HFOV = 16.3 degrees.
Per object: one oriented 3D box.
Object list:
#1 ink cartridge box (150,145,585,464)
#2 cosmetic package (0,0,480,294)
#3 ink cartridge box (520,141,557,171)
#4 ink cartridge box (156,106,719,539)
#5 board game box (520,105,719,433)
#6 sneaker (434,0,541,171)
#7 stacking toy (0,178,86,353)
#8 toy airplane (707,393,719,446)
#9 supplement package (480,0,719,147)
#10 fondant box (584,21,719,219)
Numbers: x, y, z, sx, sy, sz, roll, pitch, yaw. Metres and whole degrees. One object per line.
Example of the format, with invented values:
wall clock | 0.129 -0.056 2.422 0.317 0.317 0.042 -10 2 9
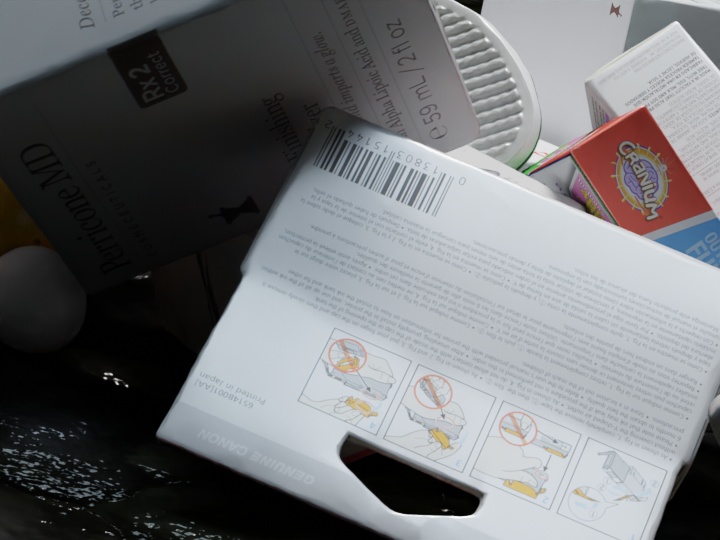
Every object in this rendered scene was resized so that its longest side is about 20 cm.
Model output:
ink cartridge box | 0.000 0.000 1.184 0.146 0.083 0.200 -21 26 -21
cosmetic package | -0.077 -0.124 1.114 0.165 0.200 0.165 61 8 -57
ink cartridge box | 0.035 -0.052 1.524 0.146 0.083 0.200 4 15 -35
ink cartridge box | 0.040 0.044 1.027 0.200 0.176 0.045 23 -29 6
board game box | 0.139 0.005 1.181 0.040 0.153 0.200 -34 2 -5
sneaker | 0.032 -0.106 1.332 0.200 0.078 0.079 45 -1 34
stacking toy | -0.182 -0.031 1.205 0.146 0.146 0.200 3 31 -38
toy airplane | 0.183 0.111 0.850 0.200 0.141 0.199 18 35 -56
supplement package | 0.184 -0.091 1.631 0.200 0.191 0.147 4 14 -37
fondant box | 0.190 -0.003 1.201 0.200 0.058 0.144 55 -6 26
